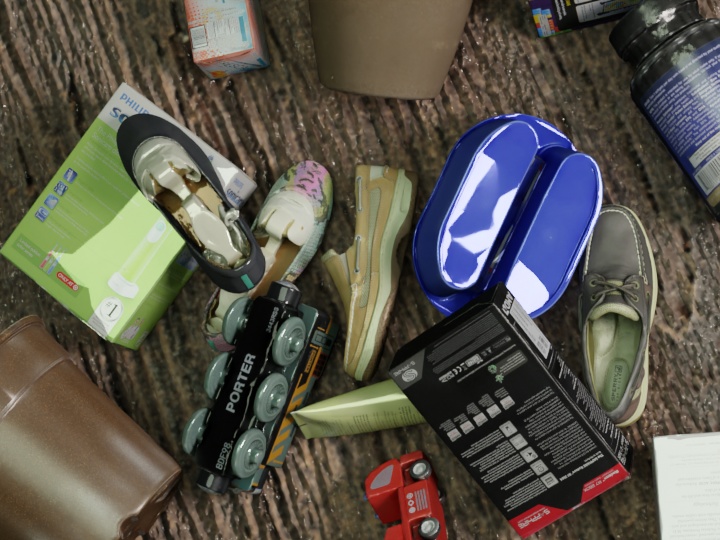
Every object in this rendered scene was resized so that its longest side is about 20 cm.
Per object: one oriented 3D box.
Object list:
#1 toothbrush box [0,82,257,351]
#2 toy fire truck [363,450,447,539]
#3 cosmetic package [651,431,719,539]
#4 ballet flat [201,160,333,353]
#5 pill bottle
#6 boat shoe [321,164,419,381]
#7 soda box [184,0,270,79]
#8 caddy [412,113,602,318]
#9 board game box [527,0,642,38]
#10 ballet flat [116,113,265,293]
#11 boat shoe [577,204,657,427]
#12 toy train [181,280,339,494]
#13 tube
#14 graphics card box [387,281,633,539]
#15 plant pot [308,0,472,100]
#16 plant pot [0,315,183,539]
[{"bbox_3d":[-0.218,-0.049,1.722,0.145,0.086,0.201,36,90,13],"label":"toothbrush box"},{"bbox_3d":[0.013,0.262,1.604,0.140,0.049,0.201,-20,43,10],"label":"toy fire truck"},{"bbox_3d":[0.297,0.243,1.567,0.080,0.113,0.203,-6,82,10],"label":"cosmetic package"},{"bbox_3d":[-0.087,-0.014,1.699,0.069,0.071,0.201,29,88,14],"label":"ballet flat"},{"bbox_3d":[0.310,-0.151,1.622,0.111,0.112,0.201,-34,78,4],"label":"pill bottle"},{"bbox_3d":[0.000,0.000,1.679,0.075,0.072,0.202,12,73,-1],"label":"boat shoe"},{"bbox_3d":[-0.138,-0.291,1.752,0.063,0.068,0.202,-11,80,9],"label":"soda box"},{"bbox_3d":[0.132,-0.044,1.648,0.140,0.105,0.202,26,87,-11],"label":"caddy"},{"bbox_3d":[0.222,-0.279,1.614,0.163,0.200,0.057,-14,78,8],"label":"board game box"},{"bbox_3d":[-0.154,-0.067,1.637,0.073,0.073,0.201,-38,80,3],"label":"ballet flat"},{"bbox_3d":[0.230,0.038,1.632,0.071,0.066,0.204,0,83,9],"label":"boat shoe"},{"bbox_3d":[-0.089,0.111,1.658,0.085,0.114,0.202,18,86,29],"label":"toy train"},{"bbox_3d":[0.038,0.118,1.658,0.198,0.052,0.059,-15,115,5],"label":"tube"},{"bbox_3d":[0.132,0.123,1.590,0.125,0.051,0.200,-34,103,27],"label":"graphics card box"},{"bbox_3d":[0.028,-0.250,1.669,0.198,0.200,0.177,7,101,12],"label":"plant pot"},{"bbox_3d":[-0.280,0.180,1.653,0.198,0.200,0.201,37,90,7],"label":"plant pot"}]
